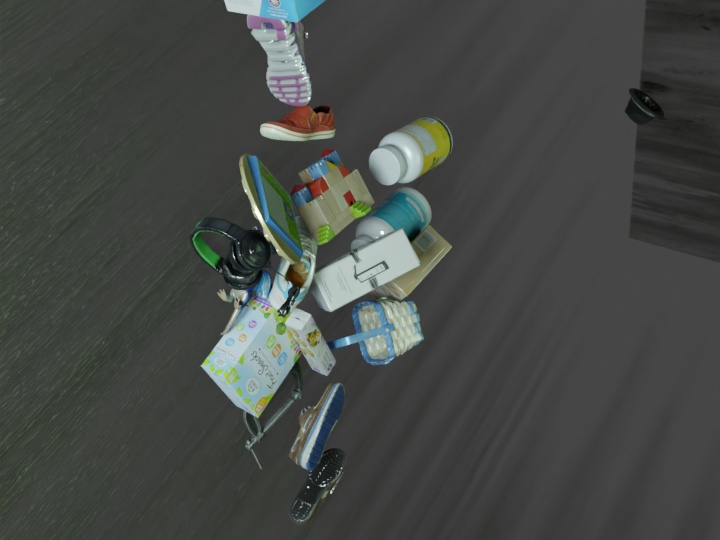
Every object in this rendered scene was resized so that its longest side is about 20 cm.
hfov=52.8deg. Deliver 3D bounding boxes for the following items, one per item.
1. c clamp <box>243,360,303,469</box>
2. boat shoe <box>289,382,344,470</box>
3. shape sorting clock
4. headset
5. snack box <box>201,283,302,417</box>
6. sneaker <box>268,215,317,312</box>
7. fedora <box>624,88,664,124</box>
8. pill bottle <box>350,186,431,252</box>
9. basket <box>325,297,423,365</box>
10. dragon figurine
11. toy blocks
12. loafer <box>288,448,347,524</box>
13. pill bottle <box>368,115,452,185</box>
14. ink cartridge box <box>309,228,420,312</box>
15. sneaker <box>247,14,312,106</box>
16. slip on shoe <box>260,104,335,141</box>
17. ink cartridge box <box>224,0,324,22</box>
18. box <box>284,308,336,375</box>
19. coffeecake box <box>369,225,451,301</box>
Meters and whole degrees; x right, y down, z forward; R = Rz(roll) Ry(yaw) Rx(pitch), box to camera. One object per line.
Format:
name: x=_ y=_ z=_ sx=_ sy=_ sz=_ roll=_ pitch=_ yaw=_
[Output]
c clamp: x=-0.180 y=0.287 z=1.511 sx=0.200 sy=0.027 sz=0.172 roll=-49 pitch=138 yaw=-29
boat shoe: x=-0.102 y=0.336 z=1.610 sx=0.201 sy=0.072 sz=0.072 roll=-65 pitch=148 yaw=-19
shape sorting clock: x=-0.151 y=-0.102 z=1.213 sx=0.200 sy=0.039 sz=0.201 roll=-22 pitch=90 yaw=-79
headset: x=-0.188 y=-0.005 z=1.165 sx=0.094 sy=0.199 sz=0.124 roll=-64 pitch=-173 yaw=-33
snack box: x=-0.189 y=0.151 z=1.373 sx=0.201 sy=0.067 sz=0.169 roll=-55 pitch=148 yaw=-22
sneaker: x=-0.110 y=-0.022 z=1.329 sx=0.076 sy=0.081 sz=0.201 roll=21 pitch=55 yaw=-20
fedora: x=1.161 y=-0.664 z=3.001 sx=0.200 sy=0.201 sz=0.092 roll=-24 pitch=159 yaw=-50
pill bottle: x=0.063 y=-0.091 z=1.594 sx=0.200 sy=0.110 sz=0.111 roll=-44 pitch=140 yaw=-37
basket: x=0.018 y=0.136 z=1.561 sx=0.199 sy=0.176 sz=0.140 roll=-19 pitch=89 yaw=-27
dragon figurine: x=-0.198 y=0.024 z=1.294 sx=0.099 sy=0.059 sz=0.201 roll=-19 pitch=123 yaw=-53
toy blocks: x=-0.059 y=-0.150 z=1.361 sx=0.200 sy=0.100 sz=0.137 roll=-44 pitch=109 yaw=-47
loafer: x=-0.101 y=0.515 z=1.730 sx=0.200 sy=0.073 sz=0.071 roll=-51 pitch=155 yaw=-20
pill bottle: x=0.107 y=-0.256 z=1.568 sx=0.200 sy=0.111 sz=0.113 roll=-35 pitch=135 yaw=-43
ink cartridge box: x=0.000 y=0.000 z=1.429 sx=0.199 sy=0.146 sz=0.085 roll=-27 pitch=93 yaw=-11
sneaker: x=-0.118 y=-0.365 z=1.195 sx=0.201 sy=0.080 sz=0.089 roll=74 pitch=28 yaw=-49
slip on shoe: x=-0.108 y=-0.260 z=1.270 sx=0.200 sy=0.074 sz=0.062 roll=-25 pitch=121 yaw=-57
ink cartridge box: x=-0.125 y=-0.490 z=1.036 sx=0.146 sy=0.146 sz=0.201 roll=-48 pitch=143 yaw=-31
box: x=-0.095 y=0.143 z=1.419 sx=0.039 sy=0.041 sz=0.200 roll=-56 pitch=152 yaw=-22
coffeecake box: x=0.107 y=-0.001 z=1.631 sx=0.154 sy=0.073 sz=0.200 roll=-46 pitch=178 yaw=-15
